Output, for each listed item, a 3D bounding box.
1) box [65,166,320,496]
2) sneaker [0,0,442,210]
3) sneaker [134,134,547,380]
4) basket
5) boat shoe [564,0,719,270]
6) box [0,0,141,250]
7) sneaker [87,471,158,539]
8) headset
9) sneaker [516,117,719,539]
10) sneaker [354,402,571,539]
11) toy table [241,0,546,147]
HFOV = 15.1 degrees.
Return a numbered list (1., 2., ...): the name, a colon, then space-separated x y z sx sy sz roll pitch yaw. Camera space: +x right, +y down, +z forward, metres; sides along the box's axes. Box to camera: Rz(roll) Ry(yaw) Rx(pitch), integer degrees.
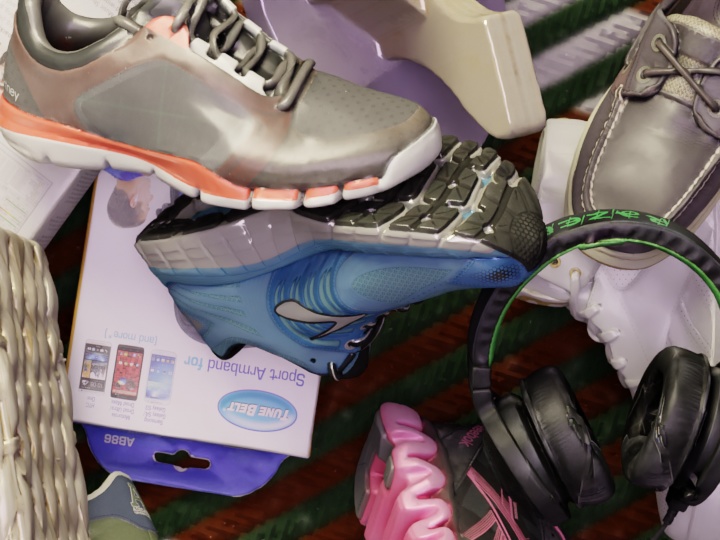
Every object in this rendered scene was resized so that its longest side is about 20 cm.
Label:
1. box: -0.070 0.001 1.253 0.118 0.041 0.202 8 88 -2
2. sneaker: -0.063 -0.080 1.135 0.198 0.077 0.083 8 115 14
3. sneaker: 0.000 0.000 1.173 0.199 0.078 0.090 -4 118 38
4. basket: -0.188 0.081 1.137 0.122 0.136 0.202 -11 83 6
5. boat shoe: 0.151 -0.091 1.213 0.072 0.065 0.200 28 63 15
6. box: -0.186 -0.072 1.229 0.144 0.036 0.201 38 94 9
7. sneaker: -0.183 0.142 1.243 0.199 0.067 0.091 -10 62 12
8. headset: 0.112 0.077 1.160 0.122 0.094 0.202 -8 107 0
9. sneaker: 0.118 0.027 1.248 0.115 0.074 0.202 2 81 -1
10. sneaker: 0.060 0.141 1.204 0.095 0.079 0.201 5 46 -20
11. toy table: 0.023 -0.144 1.194 0.183 0.117 0.201 -27 94 -28
